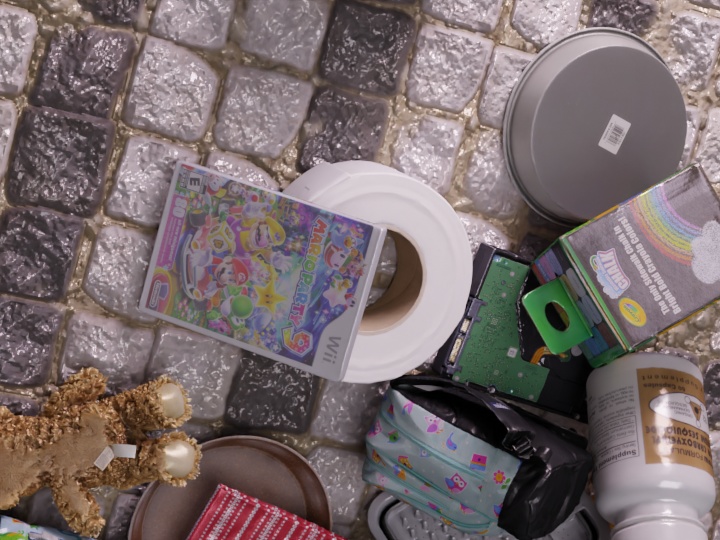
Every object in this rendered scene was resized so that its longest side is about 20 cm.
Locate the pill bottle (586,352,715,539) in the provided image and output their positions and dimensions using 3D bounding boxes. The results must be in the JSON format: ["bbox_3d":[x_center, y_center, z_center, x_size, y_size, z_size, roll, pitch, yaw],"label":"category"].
[{"bbox_3d":[0.278,0.189,1.478,0.114,0.114,0.200,16,56,-24],"label":"pill bottle"}]

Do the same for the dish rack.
[{"bbox_3d":[0.125,0.256,1.522,0.200,0.172,0.044,-28,151,-13],"label":"dish rack"}]

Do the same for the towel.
[{"bbox_3d":[-0.086,0.298,1.474,0.200,0.022,0.145,28,94,-23],"label":"towel"}]

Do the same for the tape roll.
[{"bbox_3d":[0.000,0.000,1.442,0.202,0.071,0.203,-5,105,-19],"label":"tape roll"}]

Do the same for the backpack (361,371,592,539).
[{"bbox_3d":[0.100,0.174,1.458,0.127,0.200,0.167,-67,156,1],"label":"backpack"}]

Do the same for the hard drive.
[{"bbox_3d":[0.183,0.066,1.546,0.200,0.038,0.140,18,96,-25],"label":"hard drive"}]

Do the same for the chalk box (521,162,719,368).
[{"bbox_3d":[0.245,0.009,1.447,0.200,0.124,0.124,-28,84,-10],"label":"chalk box"}]

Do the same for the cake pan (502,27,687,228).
[{"bbox_3d":[0.236,-0.136,1.516,0.200,0.037,0.200,-5,105,-20],"label":"cake pan"}]

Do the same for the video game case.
[{"bbox_3d":[-0.089,0.000,1.368,0.200,0.018,0.143,19,101,14],"label":"video game case"}]

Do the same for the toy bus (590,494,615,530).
[{"bbox_3d":[0.250,0.330,1.600,0.192,0.136,0.200,-23,109,3],"label":"toy bus"}]

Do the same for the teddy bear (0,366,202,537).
[{"bbox_3d":[-0.241,0.158,1.380,0.200,0.067,0.145,-27,89,-8],"label":"teddy bear"}]

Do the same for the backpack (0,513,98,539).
[{"bbox_3d":[-0.271,0.307,1.373,0.200,0.154,0.163,15,110,-31],"label":"backpack"}]

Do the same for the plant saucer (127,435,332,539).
[{"bbox_3d":[-0.126,0.247,1.475,0.200,0.034,0.200,-5,106,-19],"label":"plant saucer"}]
